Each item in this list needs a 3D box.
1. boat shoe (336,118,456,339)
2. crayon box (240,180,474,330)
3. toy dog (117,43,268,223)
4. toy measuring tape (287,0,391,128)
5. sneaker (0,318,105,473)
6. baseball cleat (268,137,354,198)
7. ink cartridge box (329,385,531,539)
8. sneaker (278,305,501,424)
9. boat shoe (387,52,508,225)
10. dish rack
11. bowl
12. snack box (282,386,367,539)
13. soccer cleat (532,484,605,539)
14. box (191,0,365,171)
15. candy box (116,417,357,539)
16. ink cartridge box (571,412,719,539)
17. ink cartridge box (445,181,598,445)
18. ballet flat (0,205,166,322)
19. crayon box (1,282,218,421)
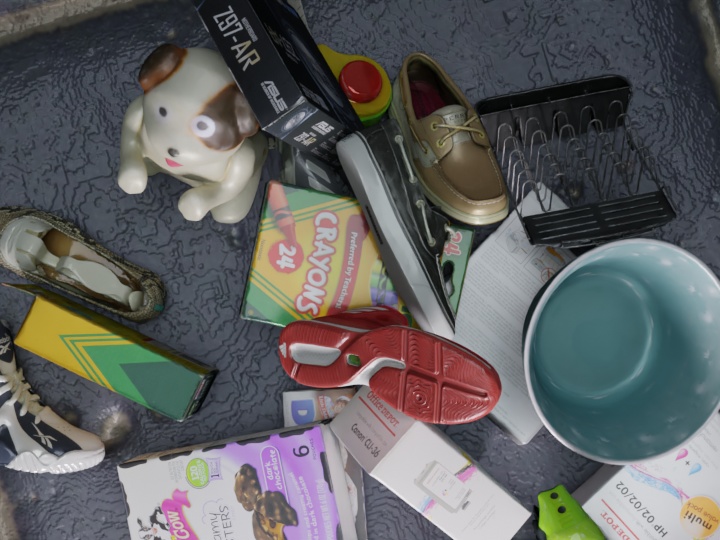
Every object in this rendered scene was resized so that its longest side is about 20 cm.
[{"bbox_3d":[0.048,-0.033,1.174,0.064,0.071,0.200,-25,98,-9],"label":"boat shoe"},{"bbox_3d":[0.000,0.000,1.240,0.200,0.051,0.127,11,91,-6],"label":"crayon box"},{"bbox_3d":[-0.137,-0.136,1.230,0.139,0.200,0.194,36,88,0],"label":"toy dog"},{"bbox_3d":[-0.016,-0.203,1.306,0.073,0.074,0.200,-17,73,-1],"label":"toy measuring tape"},{"bbox_3d":[-0.329,0.109,1.279,0.199,0.079,0.130,14,97,10],"label":"sneaker"},{"bbox_3d":[-0.026,-0.067,1.304,0.106,0.070,0.201,-8,96,-11],"label":"baseball cleat"},{"bbox_3d":[0.048,0.168,1.229,0.200,0.116,0.068,42,88,-25],"label":"ink cartridge box"},{"bbox_3d":[0.042,0.063,1.140,0.200,0.115,0.079,15,112,27],"label":"sneaker"},{"bbox_3d":[0.077,-0.124,1.247,0.074,0.066,0.200,-16,49,-19],"label":"boat shoe"},{"bbox_3d":[0.199,-0.098,1.252,0.153,0.200,0.055,-12,130,-2],"label":"dish rack"},{"bbox_3d":[0.227,0.065,1.230,0.200,0.105,0.201,-1,97,-12],"label":"bowl"},{"bbox_3d":[-0.032,0.213,1.308,0.072,0.024,0.201,-4,89,2],"label":"snack box"},{"bbox_3d":[0.188,0.253,1.239,0.067,0.200,0.081,-22,62,-6],"label":"soccer cleat"},{"bbox_3d":[-0.069,-0.177,1.171,0.043,0.200,0.160,-32,75,11],"label":"box"},{"bbox_3d":[-0.110,0.240,1.267,0.200,0.072,0.168,-12,88,9],"label":"candy box"},{"bbox_3d":[0.281,0.223,1.290,0.200,0.068,0.115,-43,89,-1],"label":"ink cartridge box"},{"bbox_3d":[0.160,0.041,1.310,0.162,0.050,0.200,42,83,1],"label":"ink cartridge box"},{"bbox_3d":[-0.277,-0.009,1.286,0.200,0.075,0.068,26,89,0],"label":"ballet flat"},{"bbox_3d":[-0.237,0.073,1.260,0.200,0.127,0.051,26,88,1],"label":"crayon box"}]
